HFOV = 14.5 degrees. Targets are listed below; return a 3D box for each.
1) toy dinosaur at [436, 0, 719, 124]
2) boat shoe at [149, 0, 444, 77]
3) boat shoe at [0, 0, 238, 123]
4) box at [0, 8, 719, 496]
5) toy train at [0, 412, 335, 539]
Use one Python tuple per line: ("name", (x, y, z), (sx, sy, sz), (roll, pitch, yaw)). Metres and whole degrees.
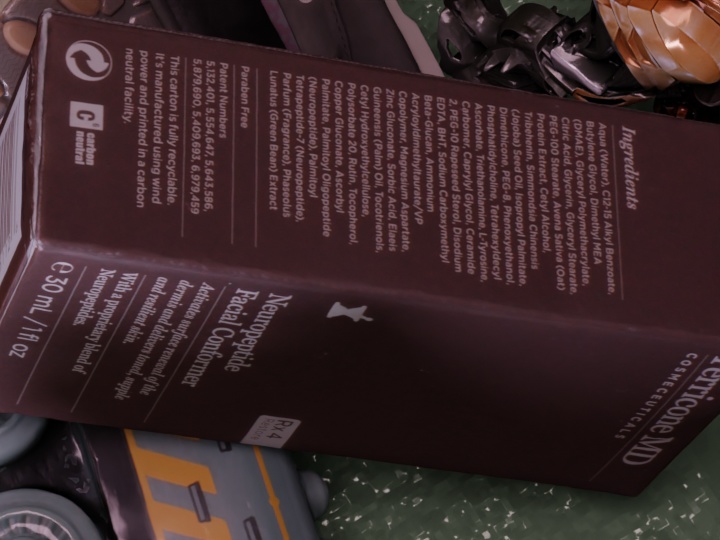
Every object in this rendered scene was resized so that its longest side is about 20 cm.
("toy dinosaur", (0.090, -0.081, 0.786), (0.102, 0.136, 0.200), (-36, 115, -20))
("boat shoe", (-0.036, -0.089, 0.787), (0.067, 0.200, 0.057), (2, 44, 45))
("boat shoe", (-0.074, -0.087, 0.848), (0.073, 0.075, 0.200), (10, 57, 53))
("box", (0.000, 0.000, 0.755), (0.200, 0.100, 0.075), (7, 61, -16))
("toy train", (-0.061, 0.082, 0.794), (0.114, 0.085, 0.200), (-15, 69, -12))
